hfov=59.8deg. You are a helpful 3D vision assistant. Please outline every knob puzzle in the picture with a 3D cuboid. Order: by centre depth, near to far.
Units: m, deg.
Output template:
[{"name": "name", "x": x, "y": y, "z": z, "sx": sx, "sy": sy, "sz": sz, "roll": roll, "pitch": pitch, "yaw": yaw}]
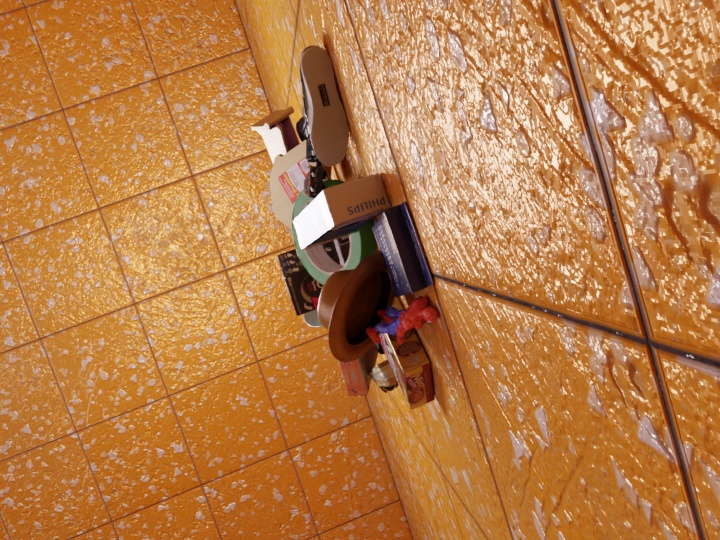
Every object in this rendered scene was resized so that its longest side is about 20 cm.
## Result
[{"name": "knob puzzle", "x": -0.116, "y": -0.154, "z": 1.300, "sx": 0.216, "sy": 0.030, "sz": 0.224, "roll": 22, "pitch": 129, "yaw": 29}]

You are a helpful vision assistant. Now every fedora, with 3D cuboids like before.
[{"name": "fedora", "x": -0.014, "y": 0.052, "z": 1.067, "sx": 0.080, "sy": 0.201, "sz": 0.203, "roll": 20, "pitch": 144, "yaw": 29}]

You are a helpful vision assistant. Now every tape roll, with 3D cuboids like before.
[{"name": "tape roll", "x": -0.054, "y": -0.071, "z": 1.213, "sx": 0.198, "sy": 0.048, "sz": 0.205, "roll": 20, "pitch": 119, "yaw": 41}]

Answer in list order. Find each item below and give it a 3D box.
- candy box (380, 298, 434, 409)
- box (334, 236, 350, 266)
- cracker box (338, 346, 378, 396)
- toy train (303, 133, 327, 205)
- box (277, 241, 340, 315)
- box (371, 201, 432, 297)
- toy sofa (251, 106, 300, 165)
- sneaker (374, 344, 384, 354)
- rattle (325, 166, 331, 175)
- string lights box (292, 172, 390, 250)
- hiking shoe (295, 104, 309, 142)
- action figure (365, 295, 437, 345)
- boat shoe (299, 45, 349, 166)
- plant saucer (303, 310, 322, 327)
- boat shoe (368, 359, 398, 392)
[{"name": "candy box", "x": 0.075, "y": 0.141, "z": 1.173, "sx": 0.202, "sy": 0.055, "sz": 0.118, "roll": -117, "pitch": 11, "yaw": -45}, {"name": "box", "x": 0.000, "y": 0.000, "z": 1.336, "sx": 0.100, "sy": 0.073, "sz": 0.204, "roll": -121, "pitch": 12, "yaw": -61}, {"name": "cracker box", "x": -0.001, "y": 0.211, "z": 1.650, "sx": 0.201, "sy": 0.056, "sz": 0.137, "roll": -71, "pitch": -28, "yaw": -55}, {"name": "toy train", "x": -0.086, "y": -0.158, "z": 1.154, "sx": 0.045, "sy": 0.034, "sz": 0.206, "roll": -5, "pitch": 81, "yaw": 44}, {"name": "box", "x": -0.087, "y": 0.004, "z": 1.518, "sx": 0.107, "sy": 0.196, "sz": 0.124, "roll": -119, "pitch": 11, "yaw": -53}, {"name": "box", "x": 0.058, "y": -0.026, "z": 0.936, "sx": 0.200, "sy": 0.032, "sz": 0.124, "roll": 138, "pitch": 113, "yaw": -82}, {"name": "toy sofa", "x": -0.145, "y": -0.240, "z": 1.349, "sx": 0.096, "sy": 0.083, "sz": 0.203, "roll": 8, "pitch": 129, "yaw": 43}, {"name": "sneaker", "x": 0.009, "y": 0.142, "z": 1.579, "sx": 0.071, "sy": 0.088, "sz": 0.202, "roll": 75, "pitch": 175, "yaw": -45}, {"name": "rattle", "x": -0.050, "y": -0.165, "z": 1.433, "sx": 0.129, "sy": 0.144, "sz": 0.200, "roll": 34, "pitch": -179, "yaw": -28}, {"name": "string lights box", "x": -0.036, "y": -0.092, "z": 1.030, "sx": 0.060, "sy": 0.101, "sz": 0.199, "roll": 70, "pitch": 158, "yaw": 2}, {"name": "hiking shoe", "x": -0.083, "y": -0.265, "z": 1.257, "sx": 0.200, "sy": 0.074, "sz": 0.103, "roll": 125, "pitch": 129, "yaw": -81}, {"name": "action figure", "x": 0.068, "y": 0.078, "z": 0.965, "sx": 0.052, "sy": 0.066, "sz": 0.200, "roll": 43, "pitch": 160, "yaw": -5}, {"name": "boat shoe", "x": -0.065, "y": -0.288, "z": 1.096, "sx": 0.064, "sy": 0.069, "sz": 0.205, "roll": -127, "pitch": 26, "yaw": -67}, {"name": "plant saucer", "x": -0.060, "y": 0.073, "z": 1.615, "sx": 0.039, "sy": 0.200, "sz": 0.202, "roll": 47, "pitch": -173, "yaw": -31}, {"name": "boat shoe", "x": 0.064, "y": 0.271, "z": 1.570, "sx": 0.200, "sy": 0.073, "sz": 0.068, "roll": 77, "pitch": 169, "yaw": -76}]
